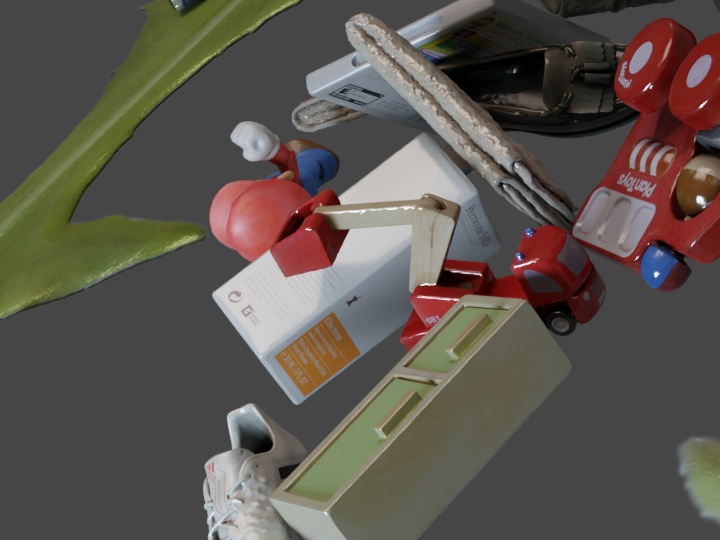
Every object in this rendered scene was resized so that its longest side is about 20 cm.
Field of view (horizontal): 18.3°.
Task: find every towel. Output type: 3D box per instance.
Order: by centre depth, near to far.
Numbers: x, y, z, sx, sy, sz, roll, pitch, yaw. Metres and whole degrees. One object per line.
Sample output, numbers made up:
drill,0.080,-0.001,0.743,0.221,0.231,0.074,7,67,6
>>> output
towel,0.077,-0.107,1.628,0.034,0.133,0.200,-46,58,6
towel,0.046,-0.169,1.996,0.132,0.035,0.200,-24,7,-41

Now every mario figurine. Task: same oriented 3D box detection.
mario figurine,-0.080,-0.057,1.845,0.106,0.123,0.200,-35,1,17

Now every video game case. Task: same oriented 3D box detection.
video game case,0.084,-0.168,1.828,0.182,0.022,0.200,-23,-20,30

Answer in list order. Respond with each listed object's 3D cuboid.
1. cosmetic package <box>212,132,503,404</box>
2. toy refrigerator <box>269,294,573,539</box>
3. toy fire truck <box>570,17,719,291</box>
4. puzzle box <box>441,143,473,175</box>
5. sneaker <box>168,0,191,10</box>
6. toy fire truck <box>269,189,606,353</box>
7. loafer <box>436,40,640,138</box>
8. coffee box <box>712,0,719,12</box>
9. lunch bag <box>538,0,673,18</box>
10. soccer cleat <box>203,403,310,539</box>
cosmetic package,0.000,0.000,1.657,0.200,0.101,0.071,-38,62,-3
toy refrigerator,0.039,0.103,1.454,0.200,0.070,0.076,-44,23,-21
toy fire truck,0.226,-0.067,1.503,0.168,0.112,0.200,-61,22,2
puzzle box,0.016,-0.041,1.775,0.200,0.025,0.133,-37,-2,-1
sneaker,-0.202,-0.405,2.857,0.089,0.079,0.200,-22,33,16
toy fire truck,0.054,-0.005,1.540,0.200,0.141,0.049,-17,28,31
loafer,0.139,-0.143,1.747,0.200,0.063,0.072,-5,73,25
coffee box,0.344,-0.256,1.714,0.114,0.080,0.200,-22,25,32
lunch bag,0.223,-0.316,1.809,0.168,0.200,0.139,-10,42,-16
soccer cleat,-0.076,0.166,1.475,0.069,0.085,0.200,-26,24,23
